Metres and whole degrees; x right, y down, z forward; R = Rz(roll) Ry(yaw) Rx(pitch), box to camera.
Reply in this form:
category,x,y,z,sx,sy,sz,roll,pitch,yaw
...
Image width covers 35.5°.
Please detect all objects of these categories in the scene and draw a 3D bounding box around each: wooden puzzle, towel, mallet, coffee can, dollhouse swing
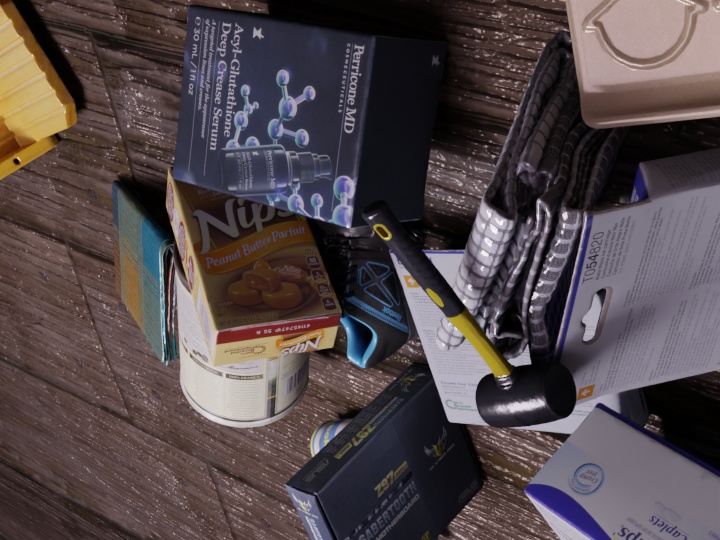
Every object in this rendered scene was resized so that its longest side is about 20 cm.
category,x,y,z,sx,sy,sz,roll,pitch,yaw
wooden puzzle,0.211,-0.195,0.675,0.184,0.046,0.202,-2,104,34
towel,0.132,-0.047,0.798,0.085,0.201,0.166,20,139,7
mallet,0.074,0.030,0.727,0.065,0.041,0.201,-7,130,39
towel,-0.244,-0.003,1.267,0.200,0.022,0.148,42,133,54
coffee can,-0.120,0.047,1.178,0.146,0.146,0.201,31,140,20
dollhouse swing,-0.449,-0.196,1.277,0.201,0.181,0.176,61,161,-17

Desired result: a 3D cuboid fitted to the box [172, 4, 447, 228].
category,x,y,z,sx,sy,sz,roll,pitch,yaw
box,-0.046,-0.131,0.931,0.199,0.107,0.150,16,106,33

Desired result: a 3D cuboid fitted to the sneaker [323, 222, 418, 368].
category,x,y,z,sx,sy,sz,roll,pitch,yaw
sneaker,0.000,0.000,1.036,0.073,0.082,0.201,11,132,48

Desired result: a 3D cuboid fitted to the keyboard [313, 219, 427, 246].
category,x,y,z,sx,sy,sz,roll,pitch,yaw
keyboard,0.010,-0.042,1.074,0.200,0.021,0.127,48,149,-3

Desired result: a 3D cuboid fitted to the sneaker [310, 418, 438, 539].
category,x,y,z,sx,sy,sz,roll,pitch,yaw
sneaker,0.026,0.252,1.284,0.200,0.074,0.082,50,141,-6

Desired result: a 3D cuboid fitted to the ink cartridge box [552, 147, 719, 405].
category,x,y,z,sx,sy,sz,roll,pitch,yaw
ink cartridge box,0.219,0.004,0.776,0.201,0.198,0.041,94,158,-44

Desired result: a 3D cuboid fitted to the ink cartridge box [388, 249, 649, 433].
category,x,y,z,sx,sy,sz,roll,pitch,yaw
ink cartridge box,0.141,0.056,1.003,0.195,0.043,0.201,1,122,36

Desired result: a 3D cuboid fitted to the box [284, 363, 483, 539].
category,x,y,z,sx,sy,sz,roll,pitch,yaw
box,0.030,0.217,1.140,0.051,0.200,0.159,8,128,46

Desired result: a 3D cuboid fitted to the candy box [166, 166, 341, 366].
category,x,y,z,sx,sy,sz,roll,pitch,yaw
candy box,-0.102,-0.014,1.033,0.056,0.114,0.201,106,149,-48

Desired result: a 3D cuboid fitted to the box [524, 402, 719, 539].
category,x,y,z,sx,sy,sz,roll,pitch,yaw
box,0.262,0.235,0.925,0.184,0.105,0.200,30,163,51
